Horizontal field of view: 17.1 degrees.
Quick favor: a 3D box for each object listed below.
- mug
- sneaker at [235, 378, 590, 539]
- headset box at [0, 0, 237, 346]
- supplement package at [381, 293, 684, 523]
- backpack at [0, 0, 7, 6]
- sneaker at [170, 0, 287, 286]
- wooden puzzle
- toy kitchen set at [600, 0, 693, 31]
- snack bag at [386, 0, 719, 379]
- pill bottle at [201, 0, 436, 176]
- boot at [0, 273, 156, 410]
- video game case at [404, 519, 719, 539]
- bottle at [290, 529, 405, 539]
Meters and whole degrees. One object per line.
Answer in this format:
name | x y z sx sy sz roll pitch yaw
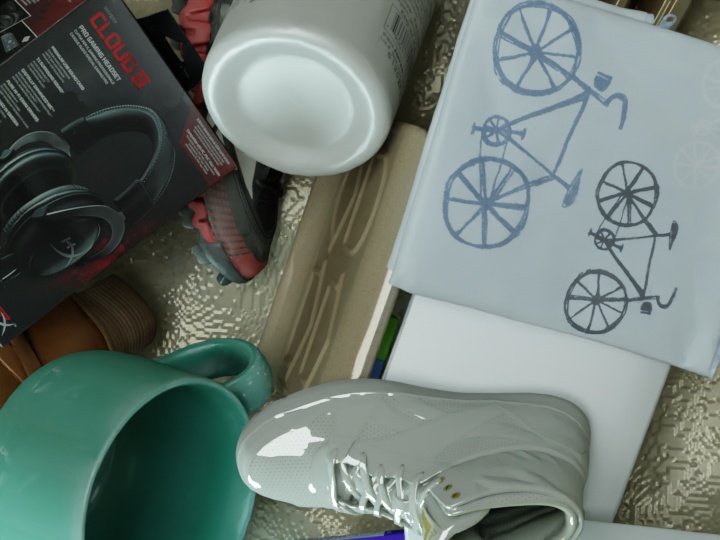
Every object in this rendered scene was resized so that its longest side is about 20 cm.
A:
mug | -0.143 0.122 1.438 0.114 0.185 0.152 13 105 36
sneaker | 0.025 0.116 1.301 0.200 0.116 0.074 -4 117 7
headset box | -0.182 -0.078 1.416 0.200 0.149 0.077 -37 32 -5
supplement package | 0.101 0.048 1.410 0.156 0.111 0.200 20 94 4
backpack | -0.240 -0.111 1.528 0.183 0.200 0.135 -137 45 -56
sneaker | -0.065 -0.092 1.515 0.098 0.071 0.201 -4 84 21
wooden puzzle | 0.000 0.000 1.446 0.046 0.200 0.185 18 93 -15
toy kitchen set | 0.216 -0.138 1.381 0.163 0.200 0.181 26 97 -23
snack bag | 0.134 -0.055 1.332 0.200 0.021 0.189 16 96 -2
pill bottle | -0.014 -0.160 1.433 0.114 0.114 0.200 0 43 19
boot | -0.246 0.020 1.517 0.200 0.155 0.074 29 127 25
video game case | 0.128 0.214 1.382 0.200 0.023 0.182 5 131 12
bottle | -0.039 0.200 1.467 0.200 0.084 0.065 -6 63 9
